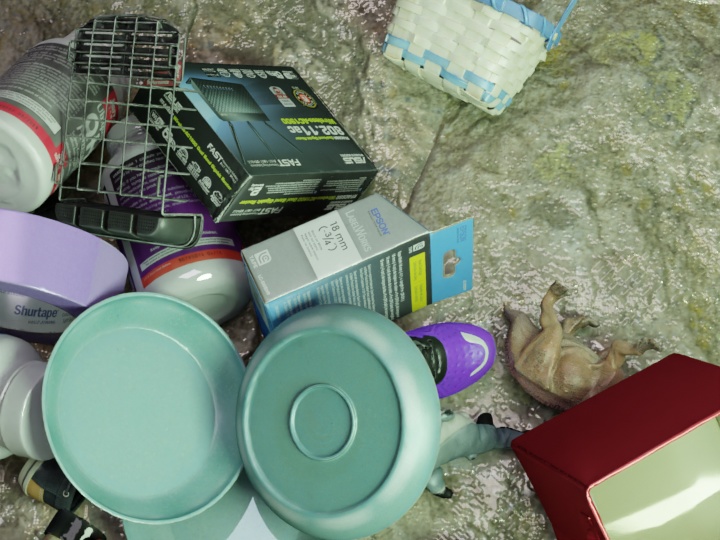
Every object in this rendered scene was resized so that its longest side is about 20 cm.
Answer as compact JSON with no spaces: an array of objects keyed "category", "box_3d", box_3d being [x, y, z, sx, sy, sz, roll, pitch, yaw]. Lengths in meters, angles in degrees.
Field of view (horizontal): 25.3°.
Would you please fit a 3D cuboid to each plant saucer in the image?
[{"category":"plant saucer","box_3d":[-0.027,0.127,1.349,0.200,0.027,0.201,-2,85,29]},{"category":"plant saucer","box_3d":[-0.110,0.205,1.424,0.200,0.039,0.202,-1,65,3]},{"category":"plant saucer","box_3d":[-0.186,0.120,1.384,0.199,0.036,0.201,9,73,-30]}]

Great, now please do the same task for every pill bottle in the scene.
[{"category":"pill bottle","box_3d":[-0.294,-0.151,1.521,0.110,0.111,0.200,21,43,12]},{"category":"pill bottle","box_3d":[-0.176,-0.048,1.505,0.112,0.113,0.200,-18,66,-6]},{"category":"pill bottle","box_3d":[-0.348,0.104,1.412,0.199,0.112,0.112,11,64,29]}]

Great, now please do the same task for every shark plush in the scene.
[{"category":"shark plush","box_3d":[0.059,0.166,1.423,0.200,0.091,0.084,-7,85,-34]}]

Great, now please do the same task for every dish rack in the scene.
[{"category":"dish rack","box_3d":[-0.204,-0.125,1.418,0.153,0.054,0.201,9,95,37]}]

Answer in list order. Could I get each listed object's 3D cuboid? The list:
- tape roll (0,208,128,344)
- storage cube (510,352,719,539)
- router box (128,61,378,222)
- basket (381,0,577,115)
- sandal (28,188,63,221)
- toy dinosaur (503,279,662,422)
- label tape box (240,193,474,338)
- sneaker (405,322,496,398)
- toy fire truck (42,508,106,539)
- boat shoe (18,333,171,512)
[{"category":"tape roll","box_3d":[-0.311,0.007,1.430,0.199,0.200,0.066,7,71,6]},{"category":"storage cube","box_3d":[0.256,0.189,1.306,0.200,0.180,0.171,-27,101,-11]},{"category":"router box","box_3d":[-0.097,-0.122,1.499,0.150,0.200,0.062,51,121,21]},{"category":"basket","box_3d":[0.119,-0.270,1.569,0.176,0.139,0.200,30,100,15]},{"category":"sandal","box_3d":[-0.333,-0.083,1.562,0.080,0.057,0.201,4,46,-16]},{"category":"toy dinosaur","box_3d":[0.183,0.100,1.440,0.200,0.086,0.136,35,82,25]},{"category":"label tape box","box_3d":[0.000,0.000,1.458,0.200,0.144,0.063,-23,64,-9]},{"category":"sneaker","box_3d":[0.031,0.091,1.421,0.199,0.100,0.070,-9,92,-10]},{"category":"toy fire truck","box_3d":[-0.185,0.311,1.302,0.200,0.176,0.129,26,68,13]},{"category":"boat shoe","box_3d":[-0.221,0.135,1.444,0.062,0.075,0.200,37,78,16]}]
